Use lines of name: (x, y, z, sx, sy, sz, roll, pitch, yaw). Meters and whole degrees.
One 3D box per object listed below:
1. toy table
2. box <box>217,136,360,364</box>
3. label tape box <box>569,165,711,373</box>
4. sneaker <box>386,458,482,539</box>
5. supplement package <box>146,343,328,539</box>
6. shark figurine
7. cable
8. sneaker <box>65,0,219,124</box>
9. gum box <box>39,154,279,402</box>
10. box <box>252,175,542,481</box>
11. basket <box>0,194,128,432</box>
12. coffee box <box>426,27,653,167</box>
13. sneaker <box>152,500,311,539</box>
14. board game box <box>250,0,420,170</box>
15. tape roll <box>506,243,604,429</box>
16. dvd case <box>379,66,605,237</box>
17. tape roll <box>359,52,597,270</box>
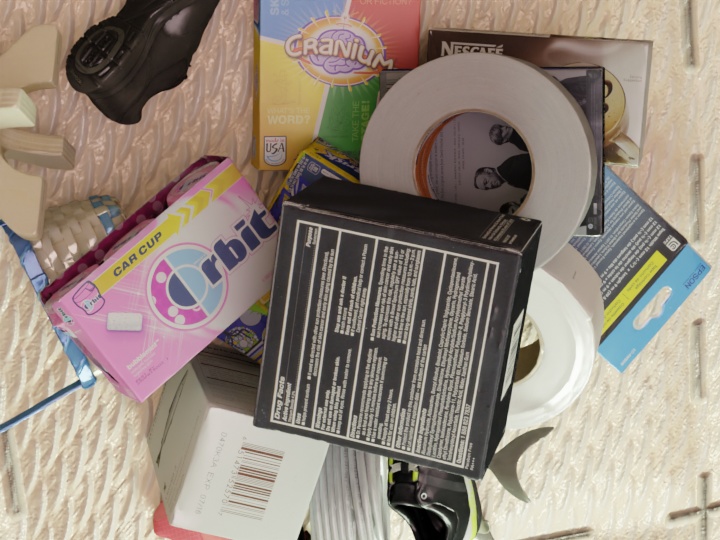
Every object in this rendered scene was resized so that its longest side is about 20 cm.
toy table: (-0.318, -0.122, 1.340, 0.117, 0.184, 0.200, 2, 90, 4)
box: (-0.065, -0.018, 1.451, 0.070, 0.064, 0.200, 32, 110, 1)
label tape box: (0.224, -0.018, 1.555, 0.200, 0.066, 0.143, 40, 92, -20)
sneaker: (0.058, 0.183, 1.463, 0.083, 0.072, 0.200, -38, 112, -47)
supplement package: (-0.115, 0.153, 1.442, 0.117, 0.200, 0.117, 15, 100, -16)
shark figurine: (0.110, 0.200, 1.563, 0.128, 0.215, 0.090, 28, 55, 10)
cable: (-0.011, 0.215, 1.488, 0.069, 0.200, 0.200, -4, 75, 3)
sneaker: (-0.174, -0.215, 1.412, 0.200, 0.076, 0.091, -48, 143, -12)
gum box: (-0.163, 0.008, 1.344, 0.200, 0.066, 0.114, -42, 111, -17)
box: (0.032, 0.043, 1.317, 0.198, 0.123, 0.200, 12, 107, 11)
basket: (-0.280, 0.033, 1.404, 0.200, 0.139, 0.176, -24, 107, -15)
coffee box: (0.161, -0.161, 1.454, 0.200, 0.080, 0.113, 6, 101, 12)
sneaker: (-0.116, 0.271, 1.551, 0.200, 0.074, 0.087, 39, 106, -15)
board game box: (-0.023, -0.194, 1.464, 0.153, 0.040, 0.200, -2, 104, -13)
tape roll: (0.127, 0.050, 1.494, 0.202, 0.071, 0.203, 8, 122, 13)
dvd case: (0.117, -0.106, 1.419, 0.200, 0.025, 0.150, 1, 100, 13)
tape roll: (0.103, -0.088, 1.375, 0.200, 0.066, 0.200, 2, 97, 14)
